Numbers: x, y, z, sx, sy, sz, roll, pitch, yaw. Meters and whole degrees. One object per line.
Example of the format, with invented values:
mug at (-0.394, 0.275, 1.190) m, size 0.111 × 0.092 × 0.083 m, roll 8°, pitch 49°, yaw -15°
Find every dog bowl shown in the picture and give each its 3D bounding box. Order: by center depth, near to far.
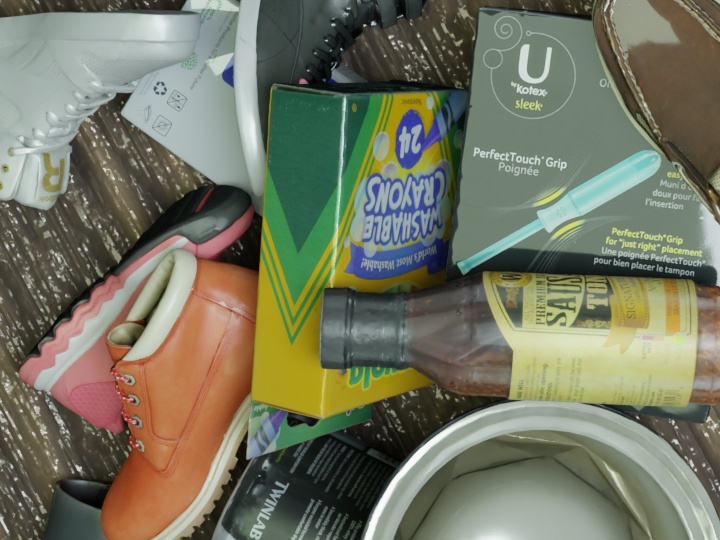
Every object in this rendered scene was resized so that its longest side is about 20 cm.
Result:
dog bowl at (0.087, 0.164, 0.917) m, size 0.199 × 0.074 × 0.201 m, roll 0°, pitch 87°, yaw -10°

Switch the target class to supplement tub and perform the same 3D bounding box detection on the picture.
supplement tub at (0.020, 0.176, 1.017) m, size 0.199 × 0.123 × 0.123 m, roll 26°, pitch 104°, yaw 9°

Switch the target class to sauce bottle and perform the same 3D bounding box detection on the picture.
sauce bottle at (0.080, 0.033, 0.863) m, size 0.199 × 0.066 × 0.066 m, roll 2°, pitch 99°, yaw 1°

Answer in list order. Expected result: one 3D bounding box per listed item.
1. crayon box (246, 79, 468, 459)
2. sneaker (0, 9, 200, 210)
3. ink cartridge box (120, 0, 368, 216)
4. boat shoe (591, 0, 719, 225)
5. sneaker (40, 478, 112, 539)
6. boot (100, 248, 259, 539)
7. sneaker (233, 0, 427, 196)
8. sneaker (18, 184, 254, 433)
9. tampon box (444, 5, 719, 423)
crayon box at (0.000, 0.000, 0.951) m, size 0.051 × 0.126 × 0.201 m, roll 12°, pitch 103°, yaw 32°
sneaker at (-0.171, -0.094, 1.035) m, size 0.199 × 0.074 × 0.116 m, roll -1°, pitch 95°, yaw 37°
ink cartridge box at (-0.036, -0.078, 1.037) m, size 0.200 × 0.039 × 0.100 m, roll 37°, pitch 105°, yaw 8°
boat shoe at (0.183, -0.062, 0.836) m, size 0.075 × 0.075 × 0.202 m, roll -39°, pitch 91°, yaw 13°
sneaker at (-0.119, 0.207, 1.081) m, size 0.199 × 0.075 × 0.107 m, roll 19°, pitch 102°, yaw 12°
boot at (-0.115, 0.077, 1.011) m, size 0.107 × 0.075 × 0.200 m, roll 23°, pitch 108°, yaw -28°
sneaker at (-0.014, -0.136, 0.975) m, size 0.099 × 0.071 × 0.201 m, roll 4°, pitch 70°, yaw 6°
sneaker at (-0.117, 0.025, 1.059) m, size 0.087 × 0.074 × 0.200 m, roll 44°, pitch 120°, yaw -9°
tampon box at (0.132, -0.036, 0.954) m, size 0.149 × 0.126 × 0.201 m, roll 9°, pitch 100°, yaw 10°
